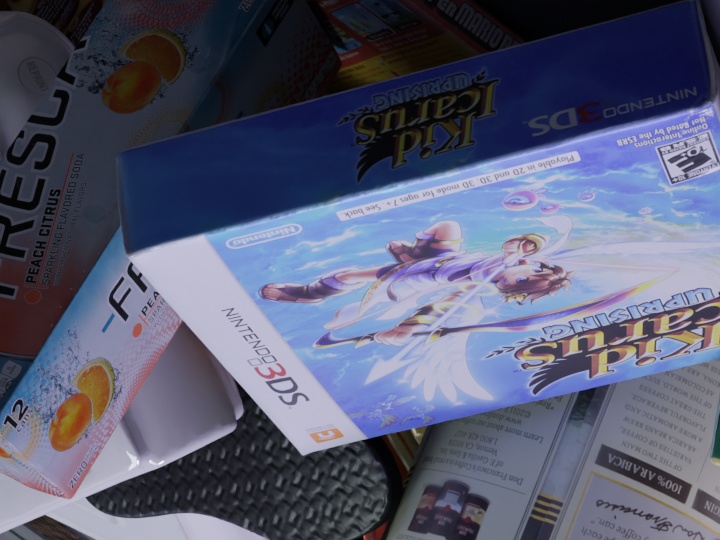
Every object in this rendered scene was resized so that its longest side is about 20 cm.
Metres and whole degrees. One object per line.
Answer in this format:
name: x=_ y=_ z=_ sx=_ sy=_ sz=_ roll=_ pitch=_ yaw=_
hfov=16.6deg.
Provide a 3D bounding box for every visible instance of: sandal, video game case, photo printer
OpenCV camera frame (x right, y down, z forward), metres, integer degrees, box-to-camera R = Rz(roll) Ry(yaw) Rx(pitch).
sandal: x=-0.050 y=0.072 z=1.032 sx=0.200 sy=0.045 sz=0.075 roll=-2 pitch=102 yaw=49
video game case: x=0.014 y=-0.082 z=0.929 sx=0.200 sy=0.017 sz=0.143 roll=35 pitch=165 yaw=-18
video game case: x=0.041 y=-0.006 z=0.860 sx=0.199 sy=0.046 sz=0.181 roll=-14 pitch=152 yaw=13
photo printer: x=-0.146 y=-0.001 z=1.013 sx=0.166 sy=0.069 sz=0.200 roll=-27 pitch=88 yaw=51

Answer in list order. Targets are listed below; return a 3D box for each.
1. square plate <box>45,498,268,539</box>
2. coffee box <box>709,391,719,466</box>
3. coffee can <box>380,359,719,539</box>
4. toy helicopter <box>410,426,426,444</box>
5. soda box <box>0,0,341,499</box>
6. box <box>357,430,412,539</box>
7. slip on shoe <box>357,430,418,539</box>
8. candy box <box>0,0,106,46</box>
square plate: x=-0.137 y=0.093 z=1.189 sx=0.198 sy=0.028 sz=0.200 roll=23 pitch=159 yaw=16
coffee box: x=0.235 y=0.069 z=0.863 sx=0.123 sy=0.044 sz=0.200 roll=11 pitch=178 yaw=-38
coffee can: x=0.089 y=0.100 z=0.991 sx=0.146 sy=0.200 sz=0.146 roll=22 pitch=168 yaw=5
toy helicopter: x=0.000 y=0.000 z=1.028 sx=0.079 sy=0.132 sz=0.200 roll=-18 pitch=134 yaw=15
soda box: x=-0.090 y=-0.022 z=0.893 sx=0.063 sy=0.200 sz=0.068 roll=21 pitch=161 yaw=29
box: x=0.038 y=0.106 z=1.233 sx=0.106 sy=0.152 sz=0.200 roll=32 pitch=166 yaw=0
slip on shoe: x=-0.035 y=0.055 z=1.072 sx=0.074 sy=0.061 sz=0.200 roll=-9 pitch=119 yaw=56
candy box: x=-0.171 y=-0.132 z=1.046 sx=0.116 sy=0.057 sz=0.200 roll=27 pitch=166 yaw=14
